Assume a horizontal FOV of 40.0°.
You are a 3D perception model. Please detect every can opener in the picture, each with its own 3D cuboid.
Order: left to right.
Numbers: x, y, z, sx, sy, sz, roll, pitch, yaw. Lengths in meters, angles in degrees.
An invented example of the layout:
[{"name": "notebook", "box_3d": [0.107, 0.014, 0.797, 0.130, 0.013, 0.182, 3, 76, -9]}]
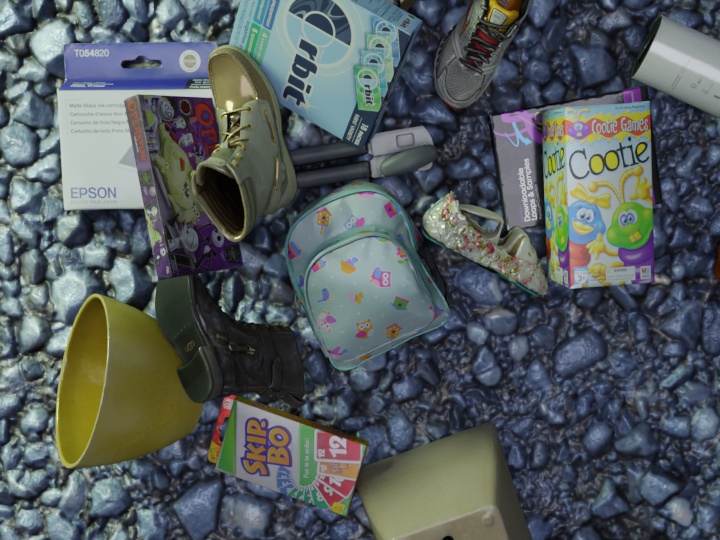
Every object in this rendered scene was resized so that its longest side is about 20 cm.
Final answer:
[{"name": "can opener", "box_3d": [-0.005, -0.135, 1.199, 0.196, 0.067, 0.054, -9, 98, 1]}]

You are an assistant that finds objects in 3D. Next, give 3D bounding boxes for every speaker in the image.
[{"name": "speaker", "box_3d": [0.425, -0.226, 1.173, 0.197, 0.081, 0.082, 25, 97, 3]}]

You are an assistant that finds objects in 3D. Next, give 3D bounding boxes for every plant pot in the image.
[{"name": "plant pot", "box_3d": [-0.268, 0.141, 1.189, 0.140, 0.199, 0.204, 12, 99, -30]}, {"name": "plant pot", "box_3d": [0.112, 0.333, 1.210, 0.196, 0.177, 0.203, -19, 97, 2]}]

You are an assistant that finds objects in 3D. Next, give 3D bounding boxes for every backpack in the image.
[{"name": "backpack", "box_3d": [0.000, 0.000, 1.179, 0.173, 0.153, 0.203, -24, 94, 8]}]

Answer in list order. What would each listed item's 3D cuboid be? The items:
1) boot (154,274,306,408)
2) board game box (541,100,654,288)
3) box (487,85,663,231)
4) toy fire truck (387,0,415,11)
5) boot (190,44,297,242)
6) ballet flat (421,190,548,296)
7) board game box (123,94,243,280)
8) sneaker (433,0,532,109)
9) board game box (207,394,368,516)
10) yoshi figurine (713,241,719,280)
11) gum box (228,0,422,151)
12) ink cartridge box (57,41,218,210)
[{"name": "boot", "box_3d": [-0.150, 0.075, 1.192, 0.069, 0.173, 0.203, -29, 70, 36]}, {"name": "board game box", "box_3d": [0.275, -0.089, 1.152, 0.103, 0.103, 0.204, -4, 97, -3]}, {"name": "box", "box_3d": [0.263, -0.138, 1.218, 0.196, 0.036, 0.146, -10, 97, 0]}, {"name": "toy fire truck", "box_3d": [0.008, -0.399, 1.145, 0.200, 0.129, 0.176, 44, 96, 6]}, {"name": "boot", "box_3d": [-0.145, -0.146, 1.120, 0.071, 0.155, 0.203, -12, 106, 23]}, {"name": "ballet flat", "box_3d": [0.163, -0.031, 1.190, 0.198, 0.076, 0.064, 26, 110, -25]}, {"name": "board game box", "box_3d": [-0.199, -0.097, 1.127, 0.032, 0.119, 0.204, -12, 90, 32]}, {"name": "sneaker", "box_3d": [0.147, -0.288, 1.172, 0.077, 0.082, 0.203, 25, 98, -4]}, {"name": "board game box", "box_3d": [-0.096, 0.232, 1.257, 0.197, 0.030, 0.097, 18, 97, 10]}, {"name": "yoshi figurine", "box_3d": [0.491, -0.006, 1.154, 0.111, 0.200, 0.114, -23, 97, 3]}, {"name": "gum box", "box_3d": [-0.049, -0.257, 1.137, 0.198, 0.045, 0.171, 30, 133, 5]}, {"name": "ink cartridge box", "box_3d": [-0.267, -0.176, 1.205, 0.195, 0.041, 0.204, -2, 98, 0]}]
